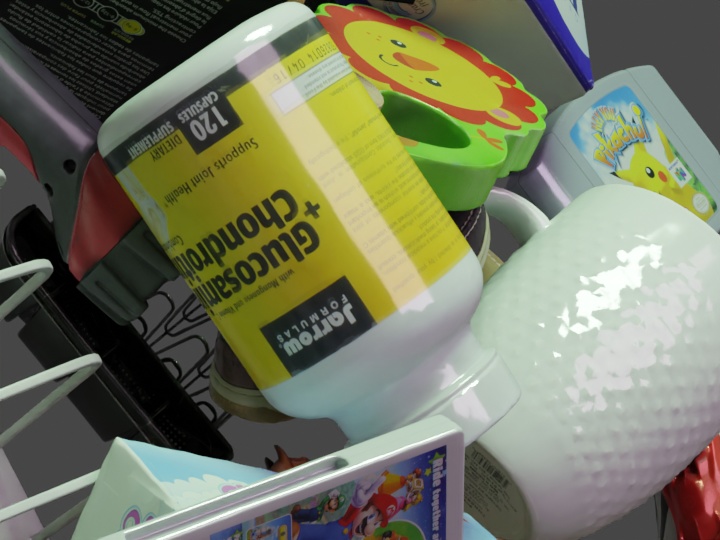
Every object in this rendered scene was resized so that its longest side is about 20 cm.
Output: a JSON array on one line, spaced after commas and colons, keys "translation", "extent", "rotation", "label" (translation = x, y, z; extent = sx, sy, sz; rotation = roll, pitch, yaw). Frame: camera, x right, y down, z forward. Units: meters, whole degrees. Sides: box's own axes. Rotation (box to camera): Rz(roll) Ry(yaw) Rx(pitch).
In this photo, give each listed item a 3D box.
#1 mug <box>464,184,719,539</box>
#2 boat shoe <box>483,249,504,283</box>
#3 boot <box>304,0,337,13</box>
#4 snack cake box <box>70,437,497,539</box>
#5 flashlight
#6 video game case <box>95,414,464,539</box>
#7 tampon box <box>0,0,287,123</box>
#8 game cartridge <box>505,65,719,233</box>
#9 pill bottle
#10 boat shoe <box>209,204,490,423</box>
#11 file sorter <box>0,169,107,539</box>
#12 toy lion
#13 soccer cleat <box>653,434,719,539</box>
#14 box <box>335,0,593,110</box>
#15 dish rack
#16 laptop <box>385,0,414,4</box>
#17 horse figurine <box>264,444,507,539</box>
[{"translation": [0.096, 0.043, 1.119], "extent": [0.175, 0.148, 0.200], "rotation": [-41, 90, -29], "label": "mug"}, {"translation": [0.034, -0.024, 1.173], "extent": [0.200, 0.065, 0.072], "rotation": [35, 29, -26], "label": "boat shoe"}, {"translation": [-0.046, -0.164, 1.208], "extent": [0.132, 0.070, 0.200], "rotation": [33, 49, -32], "label": "boot"}, {"translation": [-0.032, 0.151, 0.881], "extent": [0.200, 0.115, 0.067], "rotation": [16, 14, -39], "label": "snack cake box"}, {"translation": [-0.157, -0.065, 0.954], "extent": [0.200, 0.068, 0.068], "rotation": [43, 78, -5], "label": "flashlight"}, {"translation": [-0.045, 0.148, 0.810], "extent": [0.200, 0.143, 0.018], "rotation": [-17, 31, -30], "label": "video game case"}, {"translation": [-0.126, -0.170, 1.028], "extent": [0.126, 0.200, 0.150], "rotation": [28, 48, -29], "label": "tampon box"}, {"translation": [0.175, -0.058, 1.371], "extent": [0.133, 0.040, 0.200], "rotation": [50, 40, 0], "label": "game cartridge"}, {"translation": [-0.017, -0.008, 0.909], "extent": [0.200, 0.112, 0.112], "rotation": [56, 40, -4], "label": "pill bottle"}, {"translation": [0.000, 0.000, 1.024], "extent": [0.072, 0.065, 0.200], "rotation": [28, 45, 28], "label": "boat shoe"}, {"translation": [-0.199, 0.036, 0.876], "extent": [0.139, 0.125, 0.200], "rotation": [-20, 79, -48], "label": "file sorter"}, {"translation": [0.018, -0.089, 1.084], "extent": [0.192, 0.069, 0.200], "rotation": [13, 26, -27], "label": "toy lion"}, {"translation": [0.206, 0.165, 1.225], "extent": [0.085, 0.069, 0.200], "rotation": [29, 47, -55], "label": "soccer cleat"}, {"translation": [0.054, -0.214, 1.253], "extent": [0.184, 0.105, 0.200], "rotation": [47, 33, -50], "label": "box"}, {"translation": [-0.089, 0.008, 1.055], "extent": [0.153, 0.055, 0.200], "rotation": [52, 40, -4], "label": "dish rack"}, {"translation": [-0.066, -0.227, 0.963], "extent": [0.177, 0.103, 0.200], "rotation": [1, 38, -45], "label": "laptop"}, {"translation": [0.007, 0.187, 1.022], "extent": [0.132, 0.050, 0.200], "rotation": [19, 57, -18], "label": "horse figurine"}]
